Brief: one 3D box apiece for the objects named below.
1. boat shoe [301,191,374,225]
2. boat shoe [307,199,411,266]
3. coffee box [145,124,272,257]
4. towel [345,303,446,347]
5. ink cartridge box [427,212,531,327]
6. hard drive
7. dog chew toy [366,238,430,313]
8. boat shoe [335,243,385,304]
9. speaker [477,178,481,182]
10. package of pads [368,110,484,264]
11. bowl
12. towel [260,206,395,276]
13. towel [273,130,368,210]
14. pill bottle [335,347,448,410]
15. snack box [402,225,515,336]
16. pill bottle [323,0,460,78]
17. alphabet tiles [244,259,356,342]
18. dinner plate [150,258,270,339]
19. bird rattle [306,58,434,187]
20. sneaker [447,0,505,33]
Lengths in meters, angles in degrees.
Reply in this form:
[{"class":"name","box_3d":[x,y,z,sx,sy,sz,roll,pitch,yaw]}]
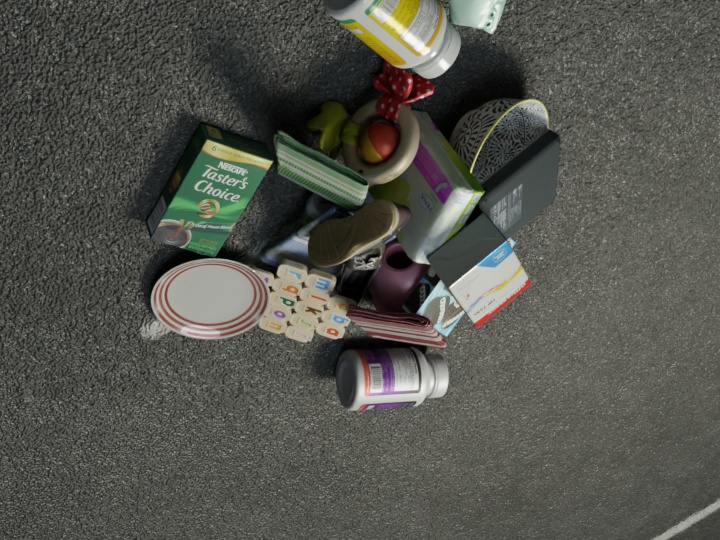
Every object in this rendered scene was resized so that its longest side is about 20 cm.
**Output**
[{"class":"boat shoe","box_3d":[-0.003,-0.095,1.776,0.196,0.073,0.062,4,154,-24]},{"class":"boat shoe","box_3d":[-0.002,-0.055,1.655,0.064,0.073,0.199,0,160,-44]},{"class":"coffee box","box_3d":[-0.232,-0.118,1.653,0.121,0.044,0.201,16,122,-35]},{"class":"towel","box_3d":[0.065,0.095,1.824,0.141,0.023,0.200,9,169,15]},{"class":"ink cartridge box","box_3d":[0.193,0.010,1.697,0.116,0.068,0.200,-39,146,2]},{"class":"hard drive","box_3d":[0.245,-0.118,1.734,0.199,0.033,0.141,-38,144,-26]},{"class":"dog chew toy","box_3d":[0.072,0.037,1.890,0.122,0.126,0.202,-17,143,-9]},{"class":"boat shoe","box_3d":[0.000,0.000,1.769,0.065,0.058,0.201,3,151,-12]},{"class":"speaker","box_3d":[0.174,-0.123,1.811,0.197,0.082,0.082,10,127,-31]},{"class":"package of pads","box_3d":[0.091,-0.127,1.680,0.067,0.201,0.156,3,131,-36]},{"class":"bowl","box_3d":[0.202,-0.195,1.725,0.199,0.094,0.203,-33,141,-32]},{"class":"towel","box_3d":[-0.053,-0.042,1.772,0.145,0.024,0.199,19,145,-37]},{"class":"towel","box_3d":[-0.058,-0.141,1.594,0.024,0.151,0.200,-62,178,-9]},{"class":"pill bottle","box_3d":[0.061,0.201,2.040,0.196,0.112,0.113,0,131,-24]},{"class":"snack box","box_3d":[0.166,0.006,1.813,0.201,0.037,0.116,-54,141,6]},{"class":"pill bottle","box_3d":[0.050,-0.354,1.513,0.113,0.114,0.199,-44,133,19]},{"class":"alphabet tiles","box_3d":[-0.109,0.054,1.827,0.192,0.015,0.201,18,142,-6]},{"class":"dinner plate","box_3d":[-0.247,0.043,1.793,0.196,0.025,0.202,-6,139,-5]},{"class":"bird rattle","box_3d":[0.032,-0.209,1.618,0.197,0.165,0.113,-26,156,14]},{"class":"sneaker","box_3d":[0.215,-0.408,1.564,0.196,0.074,0.120,-7,128,-5]}]
